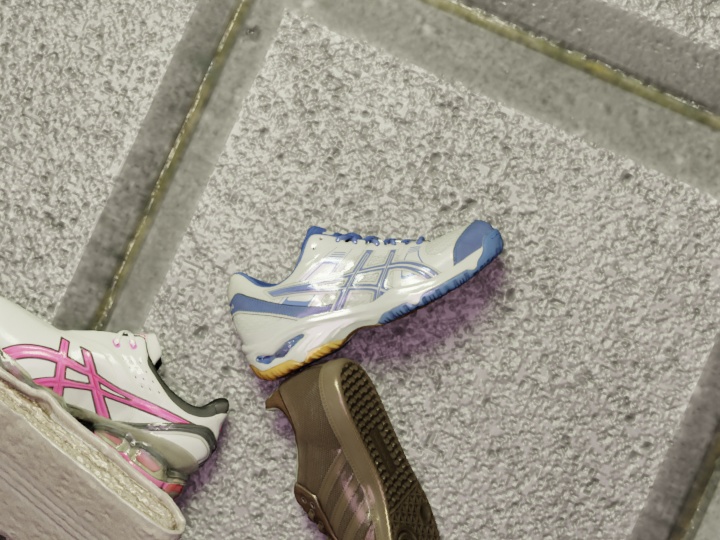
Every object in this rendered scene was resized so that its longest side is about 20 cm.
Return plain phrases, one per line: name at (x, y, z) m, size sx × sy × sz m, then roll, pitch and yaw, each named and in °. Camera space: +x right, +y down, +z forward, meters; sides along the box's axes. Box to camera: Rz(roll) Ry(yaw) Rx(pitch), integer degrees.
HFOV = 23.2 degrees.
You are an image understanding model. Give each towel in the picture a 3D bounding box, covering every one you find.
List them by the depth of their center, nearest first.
towel at (-0.222, 0.149, 1.218) m, size 0.200 × 0.034 × 0.133 m, roll 39°, pitch 133°, yaw 3°

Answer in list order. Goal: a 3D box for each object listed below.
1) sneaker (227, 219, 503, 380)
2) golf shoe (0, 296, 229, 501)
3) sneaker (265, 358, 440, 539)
sneaker at (0.000, 0.000, 1.229) m, size 0.200 × 0.075 × 0.088 m, roll -25°, pitch 85°, yaw 1°
golf shoe at (-0.186, 0.072, 1.240) m, size 0.200 × 0.073 × 0.092 m, roll 38°, pitch 84°, yaw -4°
sneaker at (-0.003, 0.161, 1.233) m, size 0.075 × 0.070 × 0.200 m, roll -18°, pitch 91°, yaw 31°
